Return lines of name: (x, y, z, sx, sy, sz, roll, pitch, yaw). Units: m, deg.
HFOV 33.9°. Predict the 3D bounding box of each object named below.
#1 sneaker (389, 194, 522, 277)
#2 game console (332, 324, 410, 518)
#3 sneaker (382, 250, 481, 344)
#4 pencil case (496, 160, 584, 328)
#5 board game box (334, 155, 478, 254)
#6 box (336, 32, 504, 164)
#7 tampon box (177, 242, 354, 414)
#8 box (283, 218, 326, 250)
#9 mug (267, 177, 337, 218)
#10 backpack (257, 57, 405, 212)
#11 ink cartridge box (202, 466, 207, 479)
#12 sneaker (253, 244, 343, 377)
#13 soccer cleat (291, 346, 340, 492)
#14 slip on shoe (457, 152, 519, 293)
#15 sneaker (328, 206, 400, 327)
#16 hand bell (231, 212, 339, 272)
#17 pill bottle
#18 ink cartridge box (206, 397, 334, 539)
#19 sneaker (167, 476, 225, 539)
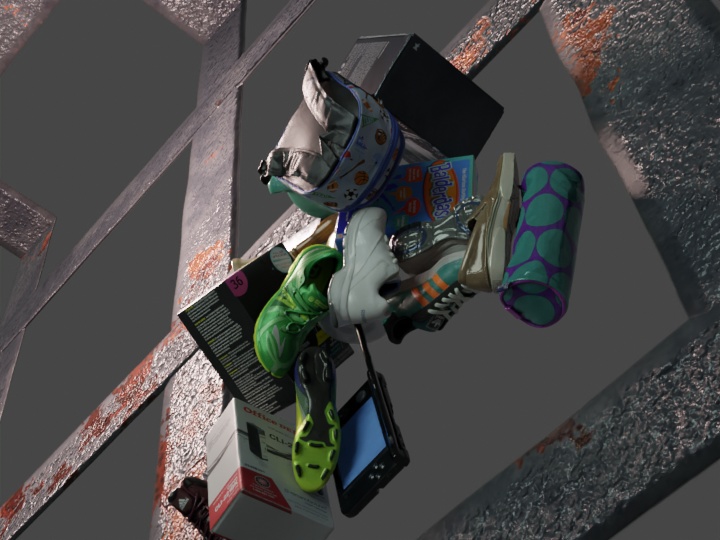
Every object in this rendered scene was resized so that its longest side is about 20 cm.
sneaker: (0.137, -0.040, 1.604, 0.198, 0.087, 0.075, -17, 49, 26)
game console: (-0.012, 0.185, 1.540, 0.176, 0.116, 0.200, -47, 25, 16)
sneaker: (0.109, 0.040, 1.575, 0.199, 0.071, 0.081, -28, 53, 37)
pencil case: (0.221, -0.035, 1.436, 0.092, 0.085, 0.201, -19, 41, 41)
board game box: (0.069, -0.091, 1.705, 0.198, 0.045, 0.153, -7, 43, 13)
box: (0.080, -0.260, 1.829, 0.125, 0.199, 0.196, -59, 25, -7)
tampon box: (-0.137, 0.091, 1.729, 0.126, 0.201, 0.150, -32, 4, 39)
box: (-0.129, 0.006, 2.062, 0.199, 0.038, 0.137, -33, 33, 39)
mug: (-0.067, -0.170, 1.998, 0.114, 0.184, 0.153, -6, 64, 62)
backpack: (-0.029, -0.170, 1.649, 0.201, 0.153, 0.191, -64, 25, 11)
ink cartridge box: (-0.185, 0.287, 1.814, 0.199, 0.039, 0.100, -6, 54, 59)
sneaker: (-0.083, 0.050, 1.622, 0.083, 0.074, 0.201, -6, 56, 59)
soccer cleat: (-0.058, 0.202, 1.578, 0.084, 0.064, 0.202, 89, -179, -64)
slip on shoe: (0.166, -0.064, 1.505, 0.060, 0.076, 0.202, 2, 65, 16)
sneaker: (0.016, -0.003, 1.562, 0.086, 0.075, 0.201, 2, 50, 13)
hand bell: (-0.096, -0.031, 1.879, 0.199, 0.104, 0.104, -35, 28, 7)
pill bottle: (0.000, 0.000, 1.751, 0.114, 0.114, 0.201, -36, 31, 35)
ink cartridge box: (-0.125, 0.281, 1.578, 0.084, 0.143, 0.200, -54, 24, 19)
sneaker: (-0.228, 0.366, 1.699, 0.076, 0.115, 0.200, -50, 25, 9)
